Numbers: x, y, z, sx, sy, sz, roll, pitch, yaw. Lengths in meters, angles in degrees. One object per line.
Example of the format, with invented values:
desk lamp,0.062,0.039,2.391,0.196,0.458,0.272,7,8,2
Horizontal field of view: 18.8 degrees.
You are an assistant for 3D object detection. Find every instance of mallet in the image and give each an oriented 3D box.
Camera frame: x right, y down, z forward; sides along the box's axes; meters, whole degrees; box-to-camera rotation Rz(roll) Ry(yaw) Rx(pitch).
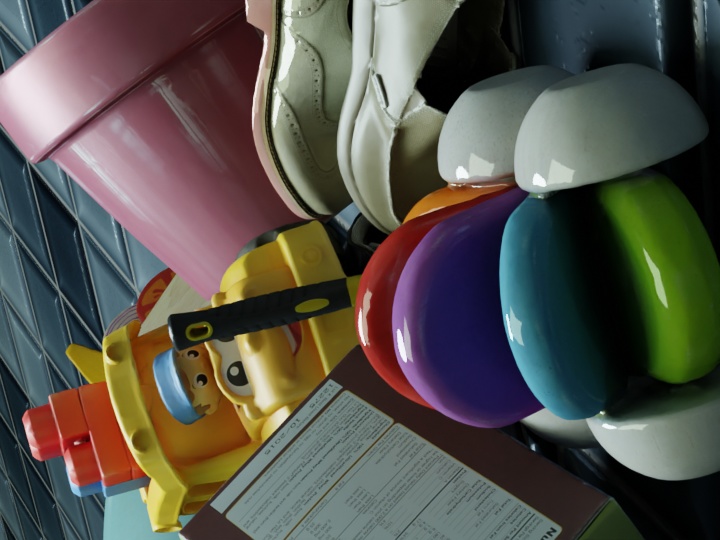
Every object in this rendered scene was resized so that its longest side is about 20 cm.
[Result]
mallet,0.000,0.000,1.098,0.041,0.200,0.066,-99,3,-70

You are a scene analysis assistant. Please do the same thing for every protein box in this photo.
protein box,0.057,0.174,1.055,0.200,0.135,0.199,30,162,50

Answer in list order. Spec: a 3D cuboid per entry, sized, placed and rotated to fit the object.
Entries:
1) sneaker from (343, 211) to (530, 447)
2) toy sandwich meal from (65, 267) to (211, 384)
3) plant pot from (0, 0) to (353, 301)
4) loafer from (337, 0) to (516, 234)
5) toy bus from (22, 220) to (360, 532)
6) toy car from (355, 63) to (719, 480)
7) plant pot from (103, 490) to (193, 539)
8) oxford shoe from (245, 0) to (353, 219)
sneaker,0.037,0.037,1.205,0.114,0.075,0.200,90,156,-53
toy sandwich meal,-0.116,0.031,1.476,0.070,0.205,0.205,46,175,-31
plant pot,-0.092,-0.090,1.293,0.179,0.200,0.200,55,162,-4
loafer,0.035,-0.087,1.077,0.067,0.076,0.200,37,148,35
toy bus,-0.089,0.070,1.201,0.200,0.192,0.136,112,143,-69
toy car,0.076,0.009,0.947,0.200,0.150,0.175,13,121,69
plant pot,-0.088,0.163,1.535,0.201,0.201,0.161,105,160,-60
oxford shoe,-0.014,-0.103,1.159,0.074,0.071,0.200,12,137,19
